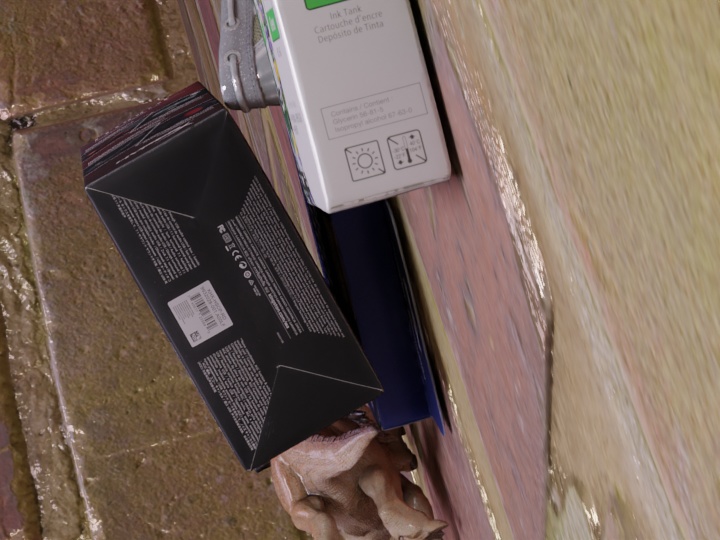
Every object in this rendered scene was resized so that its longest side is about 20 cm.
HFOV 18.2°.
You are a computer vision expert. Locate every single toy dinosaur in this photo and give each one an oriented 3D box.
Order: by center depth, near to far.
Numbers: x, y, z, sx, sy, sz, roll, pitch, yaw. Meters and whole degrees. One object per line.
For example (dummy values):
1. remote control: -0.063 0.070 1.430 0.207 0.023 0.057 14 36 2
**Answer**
1. toy dinosaur: -0.015 0.104 1.188 0.200 0.086 0.136 65 179 -64

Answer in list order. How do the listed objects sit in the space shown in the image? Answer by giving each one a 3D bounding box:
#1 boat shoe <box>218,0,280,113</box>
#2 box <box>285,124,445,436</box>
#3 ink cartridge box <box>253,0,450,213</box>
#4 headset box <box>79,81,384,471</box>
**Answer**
1. boat shoe: -0.053 -0.144 1.073 0.202 0.065 0.075 -111 7 -47
2. box: 0.000 0.000 1.132 0.200 0.032 0.121 -121 16 -71
3. ink cartridge box: -0.020 -0.124 0.822 0.109 0.050 0.201 -146 40 -83
4. headset box: -0.067 -0.005 1.071 0.149 0.075 0.200 61 177 -11
